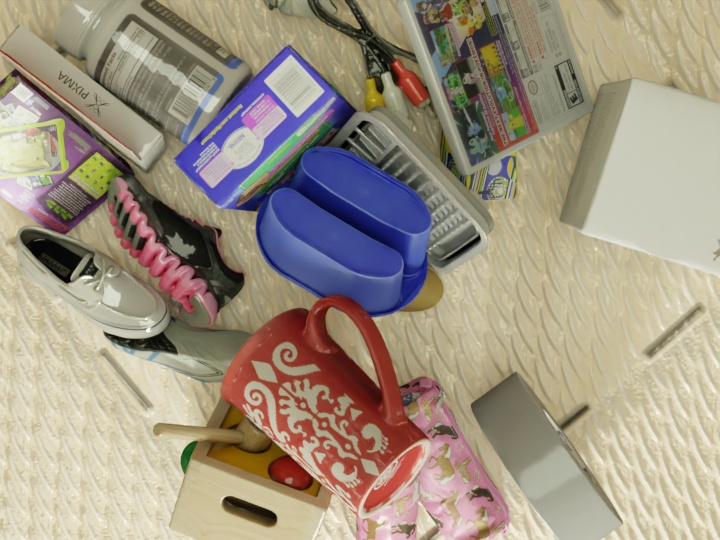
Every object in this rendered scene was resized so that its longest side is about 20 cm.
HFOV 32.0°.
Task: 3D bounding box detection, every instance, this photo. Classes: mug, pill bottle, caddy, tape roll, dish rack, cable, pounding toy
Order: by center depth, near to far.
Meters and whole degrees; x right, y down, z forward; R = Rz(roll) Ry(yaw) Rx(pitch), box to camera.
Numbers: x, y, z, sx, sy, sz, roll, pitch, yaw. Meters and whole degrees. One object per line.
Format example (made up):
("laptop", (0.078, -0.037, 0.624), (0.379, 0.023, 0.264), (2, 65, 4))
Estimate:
("mug", (-0.030, 0.140, 1.301), (0.133, 0.178, 0.200), (-34, 64, -30))
("caddy", (-0.017, -0.038, 1.355), (0.199, 0.105, 0.142), (31, 59, 7))
("tape roll", (0.204, 0.211, 1.379), (0.066, 0.200, 0.201), (-36, 94, 5))
("dish rack", (0.059, -0.093, 1.382), (0.200, 0.172, 0.044), (46, 68, -2))
("pounding toy", (-0.125, 0.213, 1.382), (0.199, 0.184, 0.143), (21, 117, 0))
("pill bottle", (-0.230, -0.233, 1.393), (0.199, 0.114, 0.114), (35, 96, -1))
("cable", (0.020, -0.242, 1.394), (0.097, 0.050, 0.201), (-29, 113, 2))

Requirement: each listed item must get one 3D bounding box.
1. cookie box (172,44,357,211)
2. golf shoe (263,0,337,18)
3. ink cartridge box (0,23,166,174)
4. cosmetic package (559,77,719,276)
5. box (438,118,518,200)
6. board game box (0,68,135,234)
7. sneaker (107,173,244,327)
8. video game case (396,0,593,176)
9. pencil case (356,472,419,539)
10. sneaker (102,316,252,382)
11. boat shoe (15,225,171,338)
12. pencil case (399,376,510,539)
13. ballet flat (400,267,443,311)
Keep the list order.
("cookie box", (-0.095, -0.146, 1.350), (0.171, 0.200, 0.075), (-44, 87, 6))
("golf shoe", (-0.044, -0.380, 1.401), (0.097, 0.078, 0.201), (14, 102, -16))
("ink cartridge box", (-0.305, -0.191, 1.367), (0.200, 0.176, 0.045), (38, 84, -2))
("cosmetic package", (0.324, -0.100, 1.341), (0.166, 0.200, 0.167), (17, 96, -1))
("box", (0.130, -0.179, 1.399), (0.070, 0.064, 0.202), (-5, 96, -24))
("board game box", (-0.354, -0.124, 1.383), (0.120, 0.200, 0.032), (-42, 51, 3))
("sneaker", (-0.208, -0.034, 1.439), (0.095, 0.079, 0.200), (-37, 91, -33))
("video game case", (0.149, -0.230, 1.356), (0.182, 0.023, 0.201), (-28, 106, -21))
("pencil case", (0.028, 0.299, 1.418), (0.082, 0.086, 0.201), (15, 122, 31))
("sneaker", (-0.206, 0.093, 1.453), (0.199, 0.072, 0.073), (13, 137, 10))
("boat shoe", (-0.305, 0.008, 1.423), (0.199, 0.066, 0.072), (32, 66, 14))
("pencil case", (0.095, 0.224, 1.445), (0.083, 0.086, 0.201), (-32, 95, -26))
("ballet flat", (0.000, 0.000, 1.433), (0.199, 0.063, 0.069), (20, 95, 0))
